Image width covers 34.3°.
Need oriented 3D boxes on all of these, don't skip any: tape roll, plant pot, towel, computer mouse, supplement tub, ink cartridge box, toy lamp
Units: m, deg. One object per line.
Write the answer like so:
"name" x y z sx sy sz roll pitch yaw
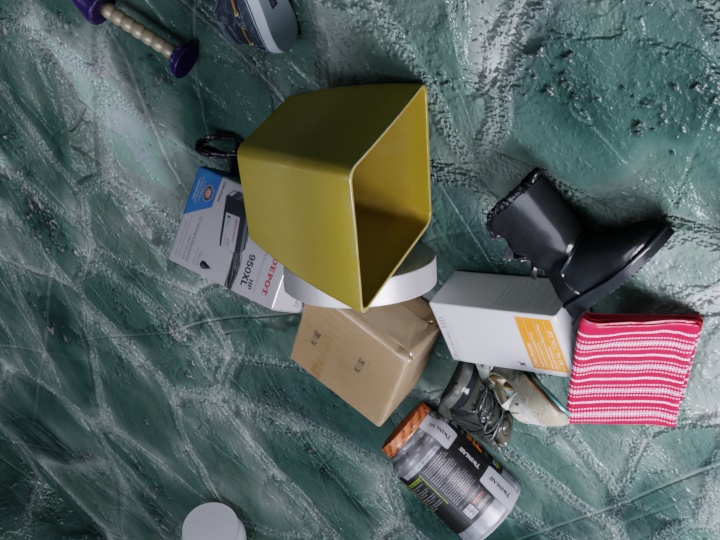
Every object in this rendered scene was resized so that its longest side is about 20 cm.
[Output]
"tape roll" 0.000 0.000 1.506 0.200 0.201 0.038 11 112 39
"plant pot" -0.036 -0.104 1.396 0.174 0.201 0.203 14 132 23
"towel" 0.323 0.122 1.393 0.142 0.023 0.202 1 136 4
"computer mouse" -0.152 -0.147 1.640 0.198 0.059 0.034 25 160 28
"supplement tub" 0.133 0.301 1.753 0.200 0.123 0.123 43 146 0
"ink cartridge box" -0.157 -0.045 1.662 0.198 0.084 0.147 24 97 27
"supplement tub" -0.312 0.610 2.528 0.143 0.145 0.202 25 141 25
"toy lamp" -0.315 -0.336 1.607 0.199 0.058 0.059 36 145 13

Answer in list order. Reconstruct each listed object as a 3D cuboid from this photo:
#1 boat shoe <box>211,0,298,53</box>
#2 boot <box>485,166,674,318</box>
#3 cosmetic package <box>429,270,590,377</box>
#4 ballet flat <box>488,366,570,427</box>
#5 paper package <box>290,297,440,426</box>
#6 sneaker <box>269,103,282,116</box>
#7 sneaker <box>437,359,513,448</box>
"boat shoe" -0.147 -0.351 1.398 0.090 0.071 0.202 12 137 32
"boot" 0.241 -0.047 1.324 0.163 0.073 0.198 49 144 4
"cosmetic package" 0.195 0.066 1.485 0.198 0.071 0.102 5 130 44
"ballet flat" 0.212 0.164 1.494 0.067 0.062 0.200 44 -175 -17
"paper package" 0.006 0.095 1.686 0.190 0.103 0.201 36 146 14
"sneaker" -0.062 -0.135 1.554 0.082 0.070 0.202 12 133 53
"sneaker" 0.167 0.183 1.610 0.113 0.077 0.200 27 163 11
